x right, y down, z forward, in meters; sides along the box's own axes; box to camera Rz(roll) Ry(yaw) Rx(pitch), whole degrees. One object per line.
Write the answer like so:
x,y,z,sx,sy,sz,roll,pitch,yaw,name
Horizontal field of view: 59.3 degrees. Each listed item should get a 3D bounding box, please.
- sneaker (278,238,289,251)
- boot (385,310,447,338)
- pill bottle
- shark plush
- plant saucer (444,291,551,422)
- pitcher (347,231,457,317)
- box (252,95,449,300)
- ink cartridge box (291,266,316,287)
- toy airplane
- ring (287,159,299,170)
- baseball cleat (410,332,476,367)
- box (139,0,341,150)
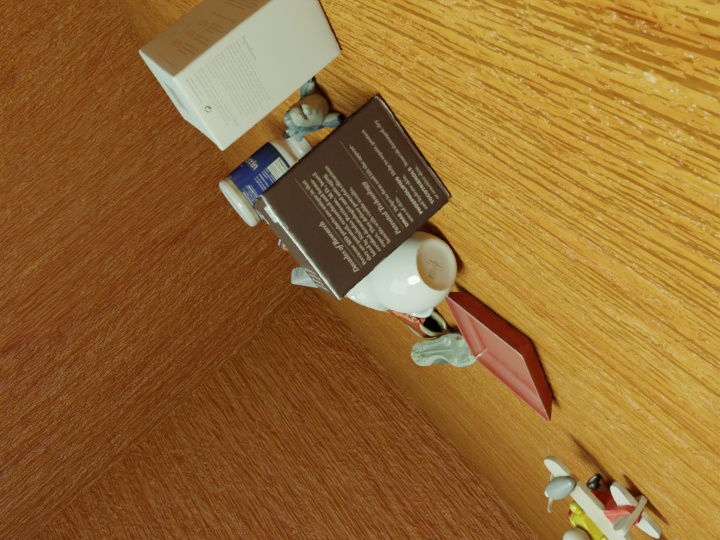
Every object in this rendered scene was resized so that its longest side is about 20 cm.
-0.071,-0.057,1.322,0.113,0.197,0.078,52,137,21,sneaker
0.103,0.076,1.361,0.198,0.076,0.107,37,172,-15,boot
-0.188,-0.199,1.324,0.116,0.199,0.116,47,170,11,pill bottle
-0.099,-0.248,1.026,0.092,0.083,0.200,52,172,-18,shark plush
0.234,0.132,1.045,0.199,0.037,0.201,41,167,48,plant saucer
0.084,0.021,1.026,0.169,0.124,0.199,27,157,-22,pitcher
-0.019,-0.095,0.859,0.165,0.199,0.166,50,172,-11,box
-0.037,0.015,1.518,0.196,0.045,0.194,9,167,-34,ink cartridge box
0.396,0.418,1.043,0.201,0.140,0.200,56,170,-34,toy airplane
-0.060,-0.129,1.207,0.196,0.019,0.204,16,132,19,ring
0.193,0.159,1.310,0.198,0.104,0.072,-8,89,53,baseball cleat
-0.151,-0.274,0.791,0.152,0.199,0.107,40,167,47,box
